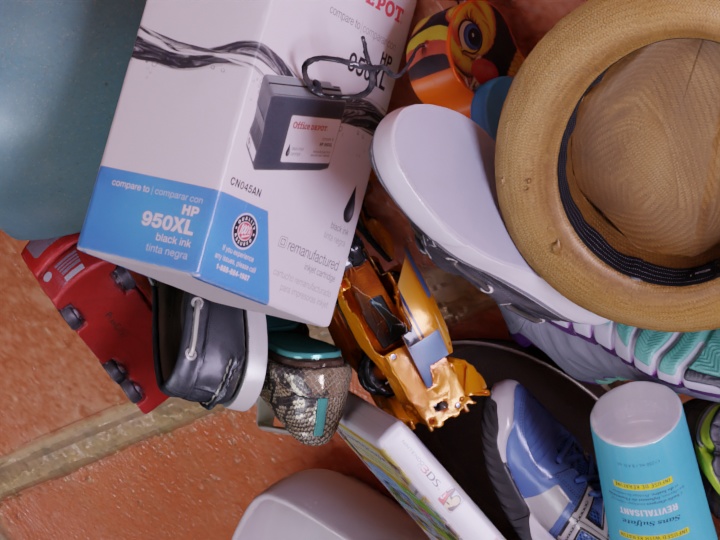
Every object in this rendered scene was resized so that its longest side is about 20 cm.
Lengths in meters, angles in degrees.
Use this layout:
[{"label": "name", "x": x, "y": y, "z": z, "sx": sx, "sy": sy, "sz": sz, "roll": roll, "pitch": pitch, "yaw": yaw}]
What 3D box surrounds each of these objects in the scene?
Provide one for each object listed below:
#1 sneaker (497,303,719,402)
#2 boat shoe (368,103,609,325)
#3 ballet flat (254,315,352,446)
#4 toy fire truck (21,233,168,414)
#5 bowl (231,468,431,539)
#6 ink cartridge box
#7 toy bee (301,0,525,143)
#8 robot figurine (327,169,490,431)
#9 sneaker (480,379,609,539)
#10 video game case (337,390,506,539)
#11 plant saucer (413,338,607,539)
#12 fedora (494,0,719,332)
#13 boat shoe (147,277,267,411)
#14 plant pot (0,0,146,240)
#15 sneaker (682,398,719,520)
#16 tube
[{"label": "sneaker", "x": 0.160, "y": 0.037, "z": 1.525, "sx": 0.200, "sy": 0.074, "sz": 0.088, "roll": 26, "pitch": 152, "yaw": 35}, {"label": "boat shoe", "x": 0.062, "y": -0.024, "z": 1.426, "sx": 0.066, "sy": 0.070, "sz": 0.200, "roll": -13, "pitch": 150, "yaw": 40}, {"label": "ballet flat", "x": -0.057, "y": 0.059, "z": 1.644, "sx": 0.200, "sy": 0.068, "sz": 0.075, "roll": -139, "pitch": 51, "yaw": -65}, {"label": "toy fire truck", "x": -0.164, "y": 0.015, "z": 1.690, "sx": 0.141, "sy": 0.049, "sz": 0.200, "roll": 50, "pitch": 175, "yaw": 38}, {"label": "bowl", "x": 0.007, "y": 0.226, "z": 1.812, "sx": 0.200, "sy": 0.075, "sz": 0.200, "roll": 33, "pitch": 140, "yaw": 11}, {"label": "ink cartridge box", "x": -0.057, "y": -0.085, "z": 1.449, "sx": 0.084, "sy": 0.200, "sz": 0.145, "roll": 12, "pitch": 175, "yaw": 31}, {"label": "toy bee", "x": 0.070, "y": -0.104, "z": 1.451, "sx": 0.131, "sy": 0.109, "sz": 0.200, "roll": 0, "pitch": 150, "yaw": 29}, {"label": "robot figurine", "x": 0.000, "y": 0.000, "z": 1.581, "sx": 0.200, "sy": 0.058, "sz": 0.145, "roll": 63, "pitch": 167, "yaw": -2}, {"label": "sneaker", "x": 0.139, "y": 0.143, "z": 1.591, "sx": 0.077, "sy": 0.076, "sz": 0.200, "roll": -25, "pitch": 109, "yaw": 26}, {"label": "video game case", "x": 0.053, "y": 0.149, "z": 1.612, "sx": 0.182, "sy": 0.023, "sz": 0.200, "roll": 49, "pitch": 174, "yaw": -12}, {"label": "plant saucer", "x": 0.108, "y": 0.116, "z": 1.659, "sx": 0.200, "sy": 0.032, "sz": 0.200, "roll": 23, "pitch": 137, "yaw": 24}, {"label": "fedora", "x": 0.165, "y": -0.068, "z": 1.379, "sx": 0.200, "sy": 0.082, "sz": 0.201, "roll": 4, "pitch": 118, "yaw": 8}, {"label": "boat shoe", "x": -0.099, "y": -0.010, "z": 1.603, "sx": 0.060, "sy": 0.200, "sz": 0.076, "roll": 9, "pitch": 138, "yaw": -27}, {"label": "plant pot", "x": -0.135, "y": -0.119, "z": 1.544, "sx": 0.134, "sy": 0.200, "sz": 0.200, "roll": -2, "pitch": 127, "yaw": 13}, {"label": "sneaker", "x": 0.247, "y": 0.140, "z": 1.544, "sx": 0.200, "sy": 0.074, "sz": 0.081, "roll": 53, "pitch": 167, "yaw": -21}, {"label": "tube", "x": 0.171, "y": 0.150, "z": 1.516, "sx": 0.077, "sy": 0.050, "sz": 0.200, "roll": -1, "pitch": 132, "yaw": 19}]
